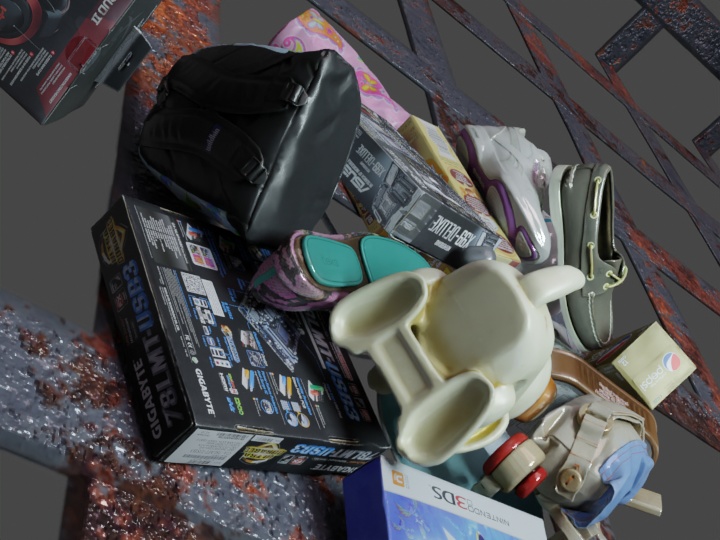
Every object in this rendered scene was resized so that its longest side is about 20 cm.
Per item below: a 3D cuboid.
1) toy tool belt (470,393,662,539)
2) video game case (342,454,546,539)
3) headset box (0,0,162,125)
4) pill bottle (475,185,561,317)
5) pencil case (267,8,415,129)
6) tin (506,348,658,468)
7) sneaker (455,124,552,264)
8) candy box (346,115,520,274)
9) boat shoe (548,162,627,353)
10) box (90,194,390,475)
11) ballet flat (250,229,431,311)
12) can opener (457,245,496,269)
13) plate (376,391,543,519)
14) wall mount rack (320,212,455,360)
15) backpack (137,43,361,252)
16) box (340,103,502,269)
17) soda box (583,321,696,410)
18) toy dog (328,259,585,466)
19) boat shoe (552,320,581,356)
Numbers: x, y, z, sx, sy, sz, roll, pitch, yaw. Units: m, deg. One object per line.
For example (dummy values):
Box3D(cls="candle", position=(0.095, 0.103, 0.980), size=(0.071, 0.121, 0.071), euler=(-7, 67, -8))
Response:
Box3D(cls="toy tool belt", position=(0.192, 0.181, 0.866), size=(0.123, 0.125, 0.200), euler=(47, 25, 20))
Box3D(cls="video game case", position=(0.075, 0.248, 0.703), size=(0.181, 0.045, 0.201), euler=(27, 39, -33))
Box3D(cls="headset box", position=(-0.252, -0.225, 0.791), size=(0.200, 0.149, 0.075), euler=(43, 26, -5))
Box3D(cls="pill bottle", position=(0.164, -0.035, 1.164), size=(0.111, 0.111, 0.200), euler=(8, 34, -52))
Box3D(cls="pencil case", position=(-0.022, -0.218, 1.218), size=(0.200, 0.087, 0.087), euler=(47, 25, -2))
Box3D(cls="tin", position=(0.209, 0.151, 1.005), size=(0.200, 0.112, 0.042), euler=(35, 39, -22))
Box3D(cls="sneaker", position=(0.174, -0.092, 1.090), size=(0.099, 0.075, 0.201), euler=(-7, 50, -14))
Box3D(cls="candy box", position=(0.072, -0.052, 1.078), size=(0.055, 0.115, 0.201), euler=(14, 40, -47))
Box3D(cls="boat shoe", position=(0.242, -0.012, 1.058), size=(0.072, 0.060, 0.203), euler=(-21, 105, -54))
Box3D(cls="box", position=(-0.088, 0.053, 0.756), size=(0.198, 0.050, 0.201), euler=(19, 38, -49))
Box3D(cls="ballet flat", position=(-0.016, 0.007, 0.803), size=(0.200, 0.071, 0.070), euler=(5, 66, -57))
Box3D(cls="can opener", position=(0.120, 0.045, 0.963), size=(0.066, 0.200, 0.054), euler=(0, 60, 0))
Box3D(cls="plate", position=(0.083, 0.167, 0.884), size=(0.200, 0.026, 0.201), euler=(35, 28, -22))
Box3D(cls="wall mount rack", position=(0.000, 0.000, 0.948), size=(0.173, 0.075, 0.200), euler=(22, 24, 6))
Box3D(cls="backpack", position=(-0.099, -0.110, 0.839), size=(0.199, 0.164, 0.154), euler=(20, -4, 32))
Box3D(cls="box", position=(0.025, -0.092, 0.937), size=(0.200, 0.050, 0.157), euler=(50, 15, 31))
Box3D(cls="soda box", position=(0.286, 0.114, 1.109), size=(0.064, 0.068, 0.200), euler=(49, -11, 7))
Box3D(cls="toy dog", position=(0.089, 0.061, 0.802), size=(0.140, 0.194, 0.200), euler=(48, 3, 22))
Box3D(cls="boat shoe", position=(0.197, 0.090, 1.112), size=(0.086, 0.075, 0.202), euler=(37, 20, -7))
